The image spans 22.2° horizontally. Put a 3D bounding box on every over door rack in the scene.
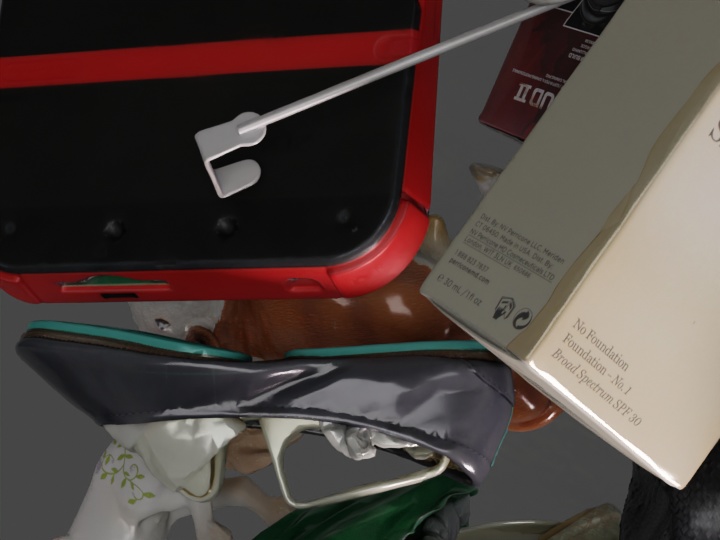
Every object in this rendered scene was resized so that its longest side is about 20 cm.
[{"bbox_3d":[-0.002,-0.139,0.691,0.198,0.067,0.149,-27,65,11],"label":"over door rack"}]

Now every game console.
[{"bbox_3d":[-0.064,-0.075,0.749,0.198,0.031,0.179,-1,70,19],"label":"game console"}]

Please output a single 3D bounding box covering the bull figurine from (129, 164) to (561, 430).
[{"bbox_3d":[0.000,0.000,0.775,0.198,0.065,0.123,16,103,1],"label":"bull figurine"}]

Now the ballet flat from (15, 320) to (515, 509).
[{"bbox_3d":[-0.039,0.057,0.712,0.197,0.073,0.074,3,94,3],"label":"ballet flat"}]

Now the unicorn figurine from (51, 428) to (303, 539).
[{"bbox_3d":[-0.112,0.135,0.793,0.137,0.074,0.201,30,75,27],"label":"unicorn figurine"}]

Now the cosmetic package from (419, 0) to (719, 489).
[{"bbox_3d":[0.124,-0.037,0.654,0.103,0.073,0.201,36,89,-36],"label":"cosmetic package"}]

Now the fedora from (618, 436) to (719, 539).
[{"bbox_3d":[0.149,0.088,0.722,0.090,0.201,0.203,4,94,2],"label":"fedora"}]

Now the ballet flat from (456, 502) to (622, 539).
[{"bbox_3d":[0.031,0.152,0.807,0.198,0.068,0.063,-16,64,-1],"label":"ballet flat"}]

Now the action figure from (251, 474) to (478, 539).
[{"bbox_3d":[-0.007,0.117,0.726,0.117,0.199,0.055,-18,92,33],"label":"action figure"}]

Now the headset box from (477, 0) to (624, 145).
[{"bbox_3d":[0.150,-0.100,0.738,0.148,0.077,0.202,20,96,-34],"label":"headset box"}]
